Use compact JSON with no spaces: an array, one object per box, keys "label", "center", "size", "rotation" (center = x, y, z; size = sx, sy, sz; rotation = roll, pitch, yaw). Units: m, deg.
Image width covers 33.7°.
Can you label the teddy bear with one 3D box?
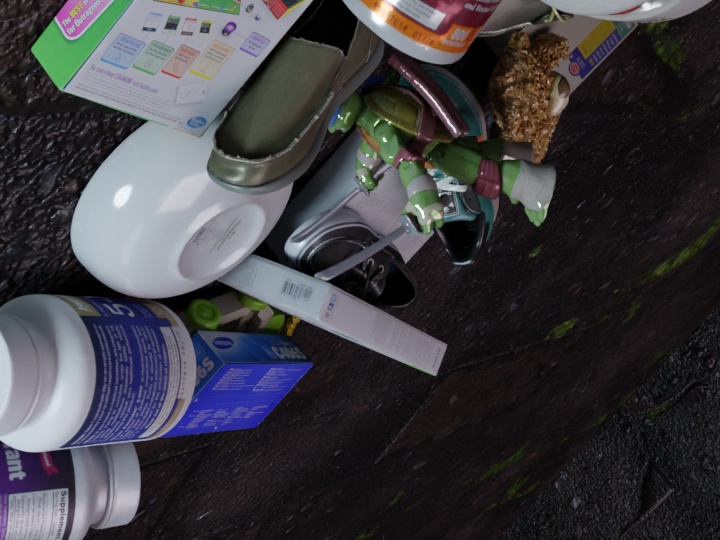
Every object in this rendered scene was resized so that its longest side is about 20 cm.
[{"label":"teddy bear","center":[0.162,-0.143,1.104],"size":[0.146,0.066,0.201],"rotation":[-58,163,-26]}]

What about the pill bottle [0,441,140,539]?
[{"label":"pill bottle","center":[-0.288,0.181,0.983],"size":[0.198,0.112,0.112],"rotation":[0,137,-37]}]

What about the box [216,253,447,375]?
[{"label":"box","center":[-0.027,0.036,1.082],"size":[0.199,0.143,0.037],"rotation":[31,82,-52]}]

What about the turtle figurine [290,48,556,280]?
[{"label":"turtle figurine","center":[0.047,-0.063,0.964],"size":[0.191,0.204,0.144],"rotation":[10,166,-13]}]

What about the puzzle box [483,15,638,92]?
[{"label":"puzzle box","center":[0.201,-0.235,1.168],"size":[0.133,0.025,0.200],"rotation":[-45,157,9]}]

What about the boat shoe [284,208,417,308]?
[{"label":"boat shoe","center":[0.000,0.000,1.093],"size":[0.070,0.066,0.200],"rotation":[-43,156,8]}]

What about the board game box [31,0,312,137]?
[{"label":"board game box","center":[-0.095,-0.186,0.765],"size":[0.200,0.040,0.152],"rotation":[-47,157,15]}]

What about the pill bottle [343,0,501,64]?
[{"label":"pill bottle","center":[0.076,-0.254,0.814],"size":[0.113,0.115,0.201],"rotation":[-10,144,-50]}]

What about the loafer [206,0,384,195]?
[{"label":"loafer","center":[-0.049,-0.137,0.854],"size":[0.201,0.074,0.070],"rotation":[-58,157,-33]}]

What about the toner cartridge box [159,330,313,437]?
[{"label":"toner cartridge box","center":[-0.125,0.107,1.136],"size":[0.095,0.043,0.200],"rotation":[-49,162,10]}]

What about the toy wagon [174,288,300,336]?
[{"label":"toy wagon","center":[-0.139,0.072,1.163],"size":[0.199,0.040,0.156],"rotation":[-23,153,-48]}]

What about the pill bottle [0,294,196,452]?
[{"label":"pill bottle","center":[-0.232,0.080,0.931],"size":[0.120,0.120,0.199],"rotation":[-48,157,18]}]

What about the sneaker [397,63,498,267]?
[{"label":"sneaker","center":[0.080,-0.088,1.061],"size":[0.070,0.081,0.201],"rotation":[-6,135,22]}]

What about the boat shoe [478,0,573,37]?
[{"label":"boat shoe","center":[0.173,-0.251,1.017],"size":[0.200,0.061,0.073],"rotation":[-27,145,-10]}]

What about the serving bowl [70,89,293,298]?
[{"label":"serving bowl","center":[-0.127,-0.045,0.941],"size":[0.199,0.066,0.201],"rotation":[-33,156,-17]}]

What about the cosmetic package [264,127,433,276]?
[{"label":"cosmetic package","center":[0.013,-0.058,1.158],"size":[0.151,0.052,0.199],"rotation":[-45,157,15]}]

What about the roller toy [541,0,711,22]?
[{"label":"roller toy","center":[0.200,-0.277,0.880],"size":[0.139,0.183,0.201],"rotation":[-9,142,-53]}]
